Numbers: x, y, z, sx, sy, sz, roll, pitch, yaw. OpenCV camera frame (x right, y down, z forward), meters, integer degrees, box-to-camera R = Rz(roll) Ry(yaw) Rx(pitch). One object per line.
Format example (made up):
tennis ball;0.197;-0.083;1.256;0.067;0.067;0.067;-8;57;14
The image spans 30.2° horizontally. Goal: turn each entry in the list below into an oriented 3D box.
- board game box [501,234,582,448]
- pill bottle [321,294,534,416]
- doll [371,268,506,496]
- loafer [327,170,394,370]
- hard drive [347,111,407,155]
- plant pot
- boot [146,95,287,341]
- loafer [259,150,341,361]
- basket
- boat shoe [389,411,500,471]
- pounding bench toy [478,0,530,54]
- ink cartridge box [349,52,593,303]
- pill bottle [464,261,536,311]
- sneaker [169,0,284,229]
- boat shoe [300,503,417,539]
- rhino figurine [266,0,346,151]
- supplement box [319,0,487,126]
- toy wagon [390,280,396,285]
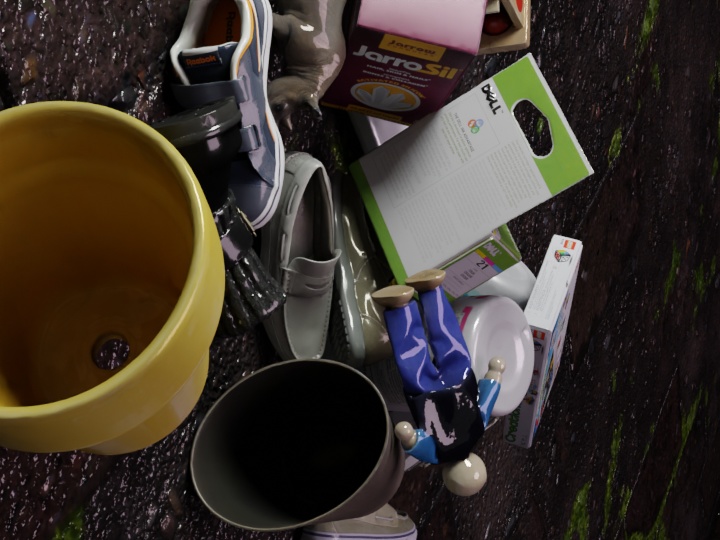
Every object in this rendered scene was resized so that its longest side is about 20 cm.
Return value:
board game box;0.189;0.077;1.389;0.201;0.034;0.127;91;20;-48
pill bottle;0.058;0.081;1.297;0.113;0.199;0.114;2;88;-51
doll;0.074;0.103;1.160;0.136;0.048;0.201;-24;104;-36
loafer;0.000;0.000;1.259;0.075;0.069;0.201;127;-41;-61
hard drive;0.047;-0.128;1.385;0.132;0.026;0.201;-47;120;-52
plant pot;-0.176;0.027;0.834;0.189;0.199;0.202;79;25;-66
boot;-0.104;-0.030;0.924;0.159;0.079;0.211;68;-15;-4
loafer;-0.053;-0.006;1.198;0.070;0.070;0.201;-21;114;-38
basket;-0.037;0.165;1.204;0.200;0.179;0.137;40;28;-71
boat shoe;0.064;0.177;1.388;0.071;0.199;0.064;62;0;43
pounding bench toy;0.107;-0.345;1.412;0.156;0.123;0.201;39;51;-62
ink cartridge box;0.108;-0.078;1.217;0.076;0.199;0.148;37;27;-56
pill bottle;0.096;0.066;1.435;0.201;0.111;0.111;-57;164;22
sneaker;-0.110;-0.133;1.055;0.079;0.078;0.202;6;79;-70
boat shoe;0.007;0.264;1.400;0.200;0.072;0.062;13;86;-62
rhino figurine;-0.054;-0.201;1.129;0.060;0.087;0.202;-174;-90;-83
supplement box;0.037;-0.208;1.207;0.200;0.110;0.086;129;-27;-74
toy wagon;0.056;-0.043;1.476;0.200;0.039;0.156;-57;143;-44
